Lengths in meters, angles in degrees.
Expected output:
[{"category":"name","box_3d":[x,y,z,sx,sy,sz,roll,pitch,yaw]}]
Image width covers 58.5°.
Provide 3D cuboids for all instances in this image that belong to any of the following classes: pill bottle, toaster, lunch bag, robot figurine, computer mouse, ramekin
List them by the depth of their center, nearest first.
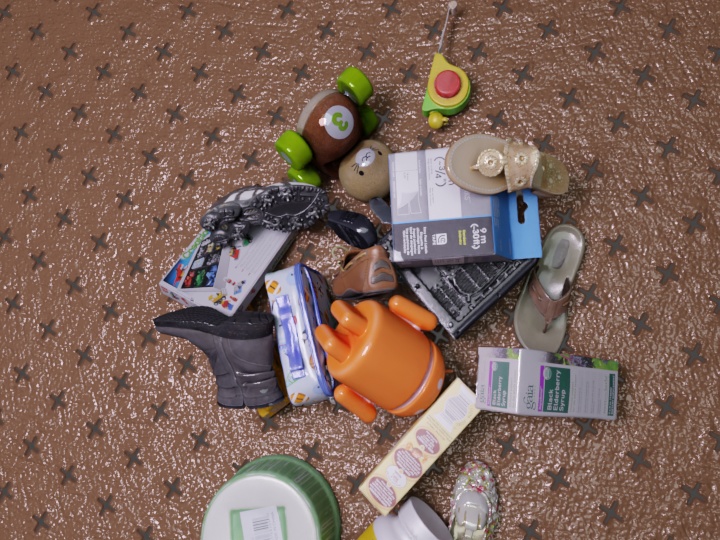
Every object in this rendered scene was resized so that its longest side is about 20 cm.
[{"category":"robot figurine","box_3d":[0.035,0.117,0.860,0.198,0.116,0.146,35,53,-24]},{"category":"pill bottle","box_3d":[0.031,0.412,0.876,0.112,0.112,0.200,44,95,13]},{"category":"ramekin","box_3d":[-0.131,0.375,0.922,0.194,0.098,0.206,-2,81,9]},{"category":"lunch bag","box_3d":[-0.075,0.096,0.926,0.074,0.160,0.205,-17,78,7]},{"category":"toaster","box_3d":[0.145,-0.028,0.931,0.200,0.119,0.181,-42,78,1]},{"category":"computer mouse","box_3d":[-0.045,-0.079,0.973,0.198,0.059,0.034,23,68,40]}]

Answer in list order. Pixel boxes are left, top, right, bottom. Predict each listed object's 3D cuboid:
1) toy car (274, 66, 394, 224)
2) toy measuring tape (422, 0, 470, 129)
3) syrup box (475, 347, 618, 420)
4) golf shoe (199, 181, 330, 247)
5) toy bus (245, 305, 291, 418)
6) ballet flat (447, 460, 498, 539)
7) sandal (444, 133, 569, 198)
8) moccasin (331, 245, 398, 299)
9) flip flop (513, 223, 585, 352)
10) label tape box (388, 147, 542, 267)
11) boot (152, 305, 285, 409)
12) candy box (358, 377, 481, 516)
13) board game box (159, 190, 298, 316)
[{"category":"toy car","box_3d":[0.004,-0.161,0.947,0.199,0.158,0.165,40,79,19]},{"category":"toy measuring tape","box_3d":[0.147,-0.316,1.002,0.072,0.074,0.205,13,84,11]},{"category":"syrup box","box_3d":[0.249,0.151,0.851,0.196,0.081,0.081,11,80,-33]},{"category":"golf shoe","box_3d":[-0.140,-0.102,0.957,0.195,0.079,0.095,-10,35,8]},{"category":"toy bus","box_3d":[-0.170,0.119,0.970,0.064,0.078,0.202,-35,63,3]},{"category":"ballet flat","box_3d":[0.151,0.372,0.896,0.074,0.064,0.205,10,82,11]},{"category":"sandal","box_3d":[0.205,-0.136,0.806,0.207,0.069,0.080,4,79,-33]},{"category":"moccasin","box_3d":[-0.002,0.000,0.913,0.072,0.201,0.080,-6,86,-10]},{"category":"flip flop","box_3d":[0.278,0.027,0.932,0.079,0.058,0.204,20,85,11]},{"category":"label tape box","box_3d":[0.138,-0.086,0.849,0.195,0.063,0.148,-4,81,9]},{"category":"boot","box_3d":[-0.200,0.124,0.886,0.196,0.070,0.135,4,106,27]},{"category":"candy box","box_3d":[0.089,0.241,0.899,0.055,0.115,0.200,43,89,13]},{"category":"board game box","box_3d":[-0.197,-0.021,0.985,0.124,0.035,0.202,25,59,12]}]
